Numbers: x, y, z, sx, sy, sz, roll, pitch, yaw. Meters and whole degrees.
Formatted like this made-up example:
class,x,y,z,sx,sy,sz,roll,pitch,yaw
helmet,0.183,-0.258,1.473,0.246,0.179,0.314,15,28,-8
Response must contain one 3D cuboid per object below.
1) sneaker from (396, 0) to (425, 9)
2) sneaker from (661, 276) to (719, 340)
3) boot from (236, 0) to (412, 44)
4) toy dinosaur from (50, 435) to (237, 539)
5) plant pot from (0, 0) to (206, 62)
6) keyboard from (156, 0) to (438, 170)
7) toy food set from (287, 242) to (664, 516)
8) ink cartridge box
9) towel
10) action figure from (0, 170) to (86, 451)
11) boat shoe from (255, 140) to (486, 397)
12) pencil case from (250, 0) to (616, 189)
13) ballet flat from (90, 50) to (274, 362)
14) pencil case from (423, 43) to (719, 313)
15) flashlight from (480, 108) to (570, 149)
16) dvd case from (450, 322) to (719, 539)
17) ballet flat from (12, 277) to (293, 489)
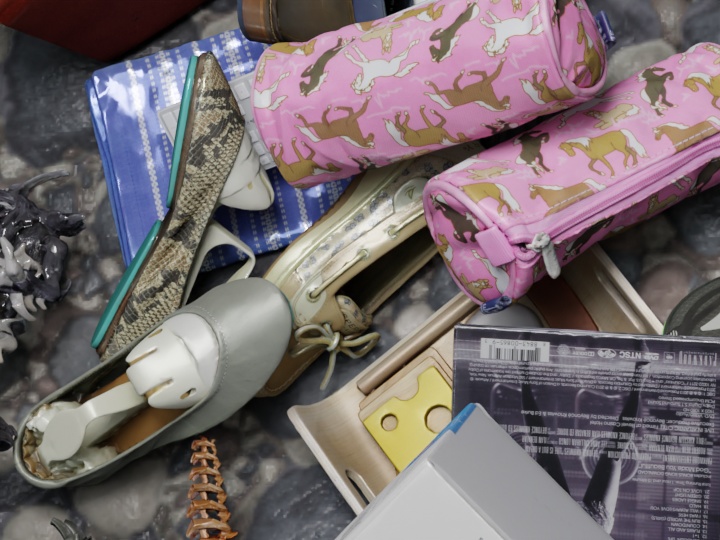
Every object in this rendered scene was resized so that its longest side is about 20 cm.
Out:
class,x,y,z,sx,sy,sz,roll,pitch,yaw
sneaker,0.024,-0.187,1.613,0.072,0.072,0.201,-5,61,-21
sneaker,0.256,0.016,1.476,0.199,0.084,0.077,-13,68,2
boot,-0.007,-0.221,1.564,0.096,0.075,0.201,14,106,25
toy dinosaur,-0.119,0.199,1.558,0.135,0.102,0.201,16,61,5
plant pot,-0.168,-0.241,1.639,0.200,0.200,0.176,46,103,22
keyboard,-0.026,-0.098,1.576,0.199,0.011,0.056,-20,111,29
toy food set,0.074,0.072,1.538,0.200,0.060,0.144,-38,68,2
ink cartridge box,0.030,0.199,1.427,0.145,0.147,0.200,44,105,2
towel,-0.060,-0.082,1.642,0.199,0.024,0.146,-17,71,11
action figure,-0.228,0.013,1.604,0.118,0.102,0.201,-11,54,35
boat shoe,0.000,0.000,1.568,0.063,0.073,0.200,41,98,20
pencil case,0.035,-0.107,1.489,0.199,0.087,0.083,-17,103,29
ballet flat,-0.093,-0.026,1.593,0.075,0.068,0.201,19,108,-6
pencil case,0.133,-0.053,1.500,0.199,0.083,0.087,-28,65,-23
flashlight,0.097,-0.161,1.599,0.068,0.068,0.201,9,78,-20
dvd case,0.121,0.131,1.482,0.148,0.016,0.201,3,99,11
ballet flat,-0.120,0.070,1.556,0.200,0.064,0.068,-35,75,32
